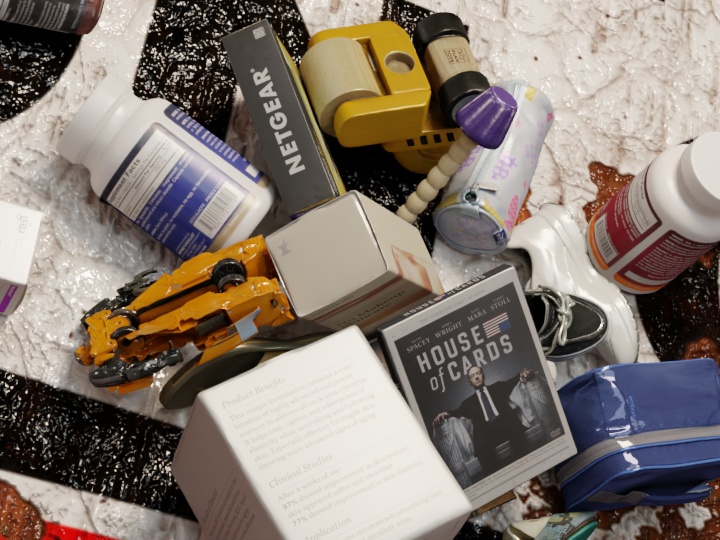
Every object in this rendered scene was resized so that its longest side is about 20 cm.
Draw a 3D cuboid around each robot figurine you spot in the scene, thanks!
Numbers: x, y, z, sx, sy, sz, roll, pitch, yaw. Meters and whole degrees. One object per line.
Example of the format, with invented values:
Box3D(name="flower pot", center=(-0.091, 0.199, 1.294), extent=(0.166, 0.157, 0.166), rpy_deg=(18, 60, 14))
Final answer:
Box3D(name="robot figurine", center=(-0.165, 0.046, 1.585), extent=(0.200, 0.058, 0.145), rpy_deg=(-25, 34, 3))

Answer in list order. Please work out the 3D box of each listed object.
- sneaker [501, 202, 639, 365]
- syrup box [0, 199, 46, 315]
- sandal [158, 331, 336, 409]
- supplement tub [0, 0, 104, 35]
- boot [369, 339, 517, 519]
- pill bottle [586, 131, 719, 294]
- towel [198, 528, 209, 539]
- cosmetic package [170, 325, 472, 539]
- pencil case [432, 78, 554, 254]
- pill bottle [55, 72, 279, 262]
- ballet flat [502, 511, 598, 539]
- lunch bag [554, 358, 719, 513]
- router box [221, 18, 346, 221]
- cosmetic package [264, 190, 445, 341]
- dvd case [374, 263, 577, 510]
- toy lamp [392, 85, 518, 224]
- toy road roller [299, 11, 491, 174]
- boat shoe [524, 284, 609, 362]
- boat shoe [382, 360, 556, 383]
Box3D(name="sneaker", center=(0.223, 0.028, 1.843), extent=(0.087, 0.075, 0.200), rpy_deg=(-29, 75, -18))
Box3D(name="syrup box", center=(-0.393, -0.032, 1.561), extent=(0.200, 0.081, 0.079), rpy_deg=(18, 61, -17))
Box3D(name="sandal", center=(-0.090, 0.103, 1.629), extent=(0.200, 0.080, 0.054), rpy_deg=(-6, 53, -25))
Box3D(name="supplement tub", center=(-0.353, -0.300, 1.702), extent=(0.200, 0.107, 0.107), rpy_deg=(9, 61, -21))
Box3D(name="boot", center=(0.101, 0.139, 1.718), extent=(0.188, 0.068, 0.200), rpy_deg=(-24, 78, -33))
Box3D(name="pill bottle", center=(0.336, -0.063, 1.852), extent=(0.113, 0.200, 0.113), rpy_deg=(11, 61, -21))
Box3D(name="towel", center=(-0.040, 0.238, 1.602), extent=(0.191, 0.032, 0.200), rpy_deg=(25, 56, 2))
Box3D(name="cosmetic package", center=(-0.039, 0.191, 1.513), extent=(0.167, 0.166, 0.200), rpy_deg=(-22, 67, -26))
Box3D(name="pencil case", center=(0.143, -0.112, 1.854), extent=(0.083, 0.091, 0.200), rpy_deg=(4, 50, 27))
Box3D(name="pill bottle", center=(-0.187, -0.094, 1.671), extent=(0.200, 0.116, 0.116), rpy_deg=(38, 55, -4))
Box3D(name="ballet flat", center=(0.152, 0.280, 1.674), extent=(0.074, 0.074, 0.200), rpy_deg=(49, 52, 4))
Box3D(name="lunch bag", center=(0.291, 0.175, 1.749), extent=(0.200, 0.136, 0.133), rpy_deg=(-3, 67, -28))
Box3D(name="router box", center=(-0.065, -0.129, 1.723), extent=(0.052, 0.157, 0.200), rpy_deg=(-23, 73, 5))
Box3D(name="cosmetic package", center=(0.000, 0.000, 1.655), extent=(0.087, 0.103, 0.200), rpy_deg=(67, 14, 16))
Box3D(name="dvd case", center=(0.111, 0.114, 1.628), extent=(0.150, 0.025, 0.200), rpy_deg=(-26, 106, -20))
Box3D(name="toy lamp", center=(0.087, -0.103, 1.753), extent=(0.058, 0.200, 0.058), rpy_deg=(28, 29, -17))
Box3D(name="toy road roller", center=(0.038, -0.169, 1.801), extent=(0.200, 0.146, 0.123), rpy_deg=(-8, 53, -16))
Box3D(name="boat shoe", center=(0.180, 0.048, 1.730), extent=(0.199, 0.068, 0.074), rpy_deg=(8, 74, -31))
Box3D(name="boat shoe", center=(0.097, 0.120, 1.670), extent=(0.200, 0.072, 0.069), rpy_deg=(4, 78, -28))
